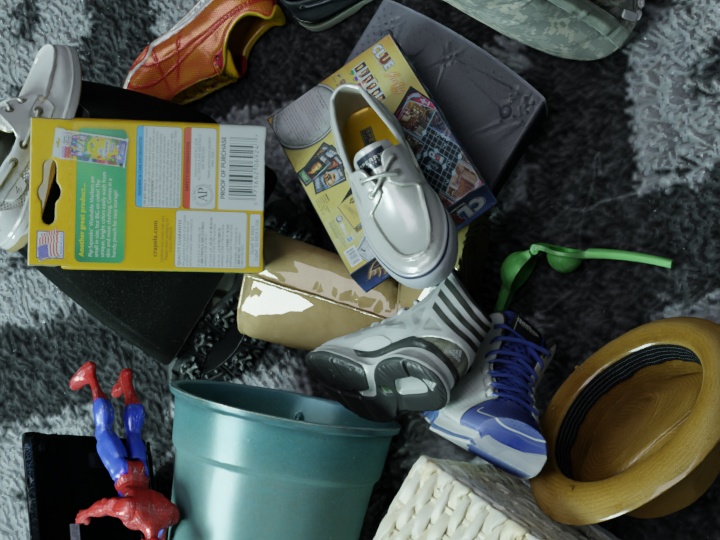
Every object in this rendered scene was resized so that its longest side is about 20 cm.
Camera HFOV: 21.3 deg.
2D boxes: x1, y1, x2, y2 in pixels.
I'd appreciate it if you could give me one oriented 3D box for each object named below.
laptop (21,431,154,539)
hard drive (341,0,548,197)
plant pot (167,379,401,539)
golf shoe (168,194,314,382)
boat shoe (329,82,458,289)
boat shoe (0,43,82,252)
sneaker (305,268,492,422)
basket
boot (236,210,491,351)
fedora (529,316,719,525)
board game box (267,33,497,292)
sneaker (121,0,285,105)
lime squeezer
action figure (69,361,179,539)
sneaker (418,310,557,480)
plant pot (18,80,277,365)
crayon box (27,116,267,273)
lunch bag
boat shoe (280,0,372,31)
[{"bbox_3d":[-0.227,0.244,1.677,0.103,0.199,0.178,-28,64,44],"label":"laptop"},{"bbox_3d":[0.066,-0.142,1.694,0.200,0.042,0.135,36,99,32],"label":"hard drive"},{"bbox_3d":[-0.079,0.208,1.623,0.200,0.200,0.197,11,92,34],"label":"plant pot"},{"bbox_3d":[-0.119,0.019,1.765,0.200,0.078,0.094,-56,40,6],"label":"golf shoe"},{"bbox_3d":[0.020,-0.074,1.547,0.071,0.070,0.201,-27,52,12],"label":"boat shoe"},{"bbox_3d":[-0.293,-0.117,1.641,0.071,0.069,0.201,-27,45,49],"label":"boat shoe"},{"bbox_3d":[0.042,0.060,1.579,0.115,0.076,0.200,-47,21,-25],"label":"sneaker"},{"bbox_3d":[0.101,0.275,1.502,0.198,0.161,0.201,33,98,33],"label":"basket"},{"bbox_3d":[0.000,0.000,1.649,0.199,0.066,0.176,17,100,20],"label":"boot"},{"bbox_3d":[0.226,0.130,1.486,0.200,0.082,0.201,-33,33,25],"label":"fedora"},{"bbox_3d":[0.016,-0.094,1.630,0.135,0.035,0.200,-34,51,8],"label":"board game box"},{"bbox_3d":[-0.157,-0.197,1.833,0.200,0.073,0.077,-44,67,19],"label":"sneaker"},{"bbox_3d":[0.160,0.007,1.602,0.199,0.038,0.071,-28,65,23],"label":"lime squeezer"},{"bbox_3d":[-0.205,0.182,1.608,0.099,0.065,0.200,-58,38,28],"label":"action figure"},{"bbox_3d":[0.109,0.091,1.541,0.080,0.199,0.115,29,90,-11],"label":"sneaker"},{"bbox_3d":[-0.225,-0.065,1.739,0.200,0.177,0.200,-59,33,7],"label":"plant pot"},{"bbox_3d":[-0.182,-0.063,1.619,0.052,0.199,0.126,177,94,-75],"label":"crayon box"},{"bbox_3d":[0.131,-0.262,1.593,0.140,0.200,0.168,-51,54,15],"label":"lunch bag"},{"bbox_3d":[0.006,-0.295,1.755,0.199,0.066,0.075,-29,64,24],"label":"boat shoe"}]
